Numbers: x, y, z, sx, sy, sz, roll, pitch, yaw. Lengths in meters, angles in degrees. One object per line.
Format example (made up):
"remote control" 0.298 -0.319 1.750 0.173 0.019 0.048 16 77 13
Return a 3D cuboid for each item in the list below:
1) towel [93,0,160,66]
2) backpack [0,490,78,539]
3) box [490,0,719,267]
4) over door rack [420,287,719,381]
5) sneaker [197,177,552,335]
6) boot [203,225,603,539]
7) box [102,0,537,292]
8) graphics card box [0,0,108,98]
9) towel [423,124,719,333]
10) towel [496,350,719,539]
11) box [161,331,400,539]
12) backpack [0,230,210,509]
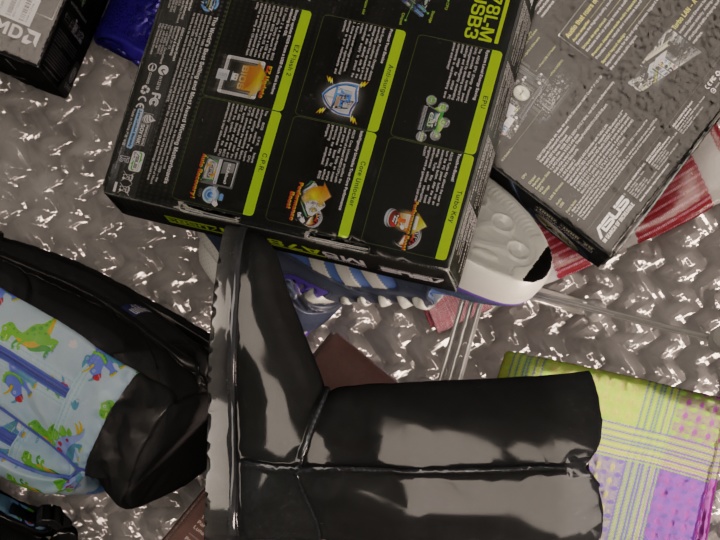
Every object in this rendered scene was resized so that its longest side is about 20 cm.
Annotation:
"towel" -0.049 -0.186 1.284 0.148 0.050 0.200 28 87 3
"backpack" -0.287 0.161 1.210 0.200 0.183 0.135 28 105 18
"box" 0.132 -0.129 1.233 0.164 0.086 0.200 37 88 3
"over door rack" 0.118 0.087 1.205 0.200 0.067 0.148 14 88 39
"sneaker" 0.000 0.000 1.240 0.200 0.081 0.147 28 131 12
"boot" 0.023 0.062 1.128 0.200 0.066 0.165 2 93 -1
"box" -0.016 -0.107 1.169 0.193 0.048 0.200 13 77 11
"graphics card box" -0.155 -0.203 1.252 0.051 0.125 0.200 21 87 0
"towel" 0.104 -0.069 1.284 0.200 0.023 0.144 -24 86 0
"towel" 0.124 0.156 1.267 0.143 0.023 0.200 13 86 4
"box" -0.057 0.138 1.199 0.075 0.100 0.200 37 64 0
"backpack" -0.175 0.051 1.225 0.200 0.163 0.154 40 103 11
